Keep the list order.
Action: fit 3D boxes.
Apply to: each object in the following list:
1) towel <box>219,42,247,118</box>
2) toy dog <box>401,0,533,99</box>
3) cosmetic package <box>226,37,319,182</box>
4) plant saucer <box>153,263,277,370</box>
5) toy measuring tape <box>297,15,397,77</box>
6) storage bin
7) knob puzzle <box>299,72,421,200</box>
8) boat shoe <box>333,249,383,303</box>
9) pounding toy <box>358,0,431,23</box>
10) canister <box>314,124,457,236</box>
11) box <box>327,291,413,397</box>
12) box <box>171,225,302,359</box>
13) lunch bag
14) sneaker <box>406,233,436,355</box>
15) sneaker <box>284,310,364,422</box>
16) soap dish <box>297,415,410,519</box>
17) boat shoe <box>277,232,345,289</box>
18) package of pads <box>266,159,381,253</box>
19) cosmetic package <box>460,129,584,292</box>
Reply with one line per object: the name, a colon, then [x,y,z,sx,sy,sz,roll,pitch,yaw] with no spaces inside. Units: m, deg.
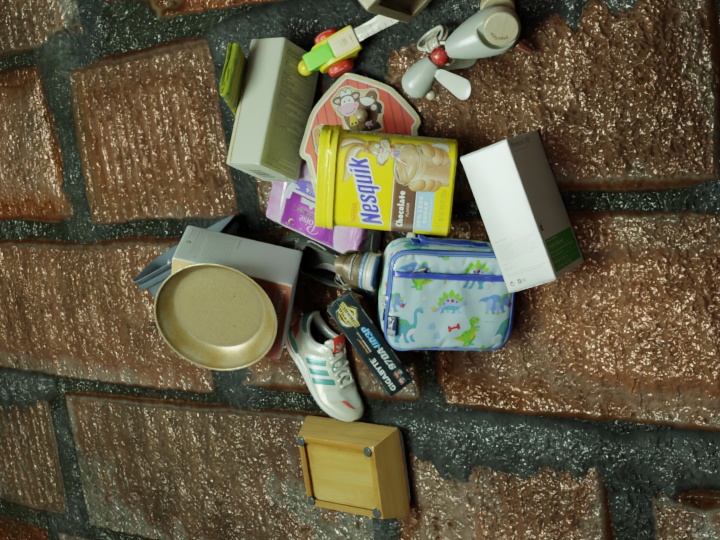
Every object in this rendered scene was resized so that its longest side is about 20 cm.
towel: [-0.189,-0.278,1.696,0.018,0.200,0.087,10,77,8]
toy dog: [0.160,-0.299,1.497,0.096,0.133,0.199,43,141,-21]
cosmetic package: [-0.134,-0.248,1.677,0.072,0.103,0.203,5,80,35]
plant saucer: [-0.225,0.067,1.695,0.197,0.036,0.203,4,122,6]
toy measuring tape: [-0.007,-0.350,1.639,0.198,0.074,0.074,-26,88,16]
storage bin: [-0.272,0.012,1.889,0.198,0.146,0.135,-25,106,23]
knob puzzle: [-0.004,-0.205,1.635,0.216,0.030,0.223,-2,84,15]
boat shoe: [0.000,0.000,1.632,0.071,0.200,0.073,15,81,8]
pounding toy: [0.049,-0.446,1.494,0.184,0.199,0.143,-42,78,22]
canister: [0.038,-0.129,1.567,0.197,0.087,0.151,5,112,4]
box: [0.012,0.109,1.649,0.046,0.200,0.160,-36,91,-2]
box: [-0.208,0.036,1.759,0.197,0.107,0.154,12,122,0]
lunch bag: [0.125,0.033,1.568,0.197,0.083,0.163,4,108,-9]
sneaker: [0.071,0.033,1.668,0.092,0.070,0.203,3,109,32]
sneaker: [-0.050,0.158,1.807,0.201,0.070,0.093,56,134,12]
soap dish: [-0.015,0.337,1.831,0.198,0.081,0.160,2,105,37]
boat shoe: [-0.068,-0.017,1.775,0.198,0.057,0.068,18,115,31]
package of pads: [-0.051,-0.105,1.723,0.198,0.075,0.122,25,113,28]
cosmetic package: [0.227,-0.084,1.505,0.084,0.107,0.202,-17,95,38]
